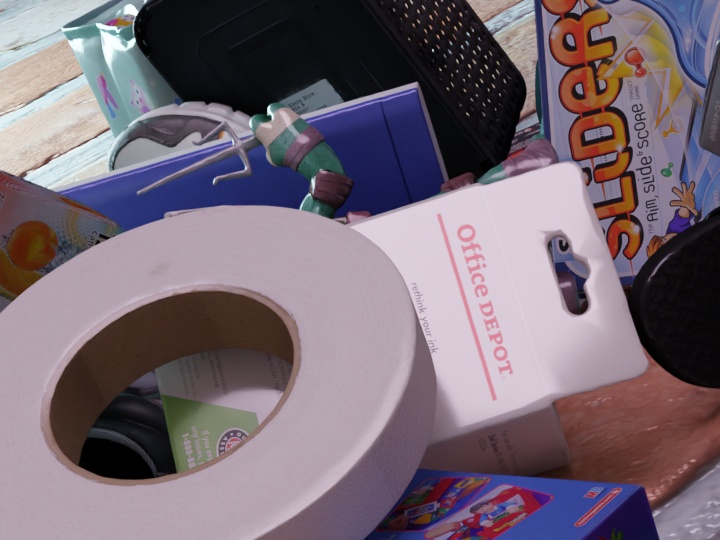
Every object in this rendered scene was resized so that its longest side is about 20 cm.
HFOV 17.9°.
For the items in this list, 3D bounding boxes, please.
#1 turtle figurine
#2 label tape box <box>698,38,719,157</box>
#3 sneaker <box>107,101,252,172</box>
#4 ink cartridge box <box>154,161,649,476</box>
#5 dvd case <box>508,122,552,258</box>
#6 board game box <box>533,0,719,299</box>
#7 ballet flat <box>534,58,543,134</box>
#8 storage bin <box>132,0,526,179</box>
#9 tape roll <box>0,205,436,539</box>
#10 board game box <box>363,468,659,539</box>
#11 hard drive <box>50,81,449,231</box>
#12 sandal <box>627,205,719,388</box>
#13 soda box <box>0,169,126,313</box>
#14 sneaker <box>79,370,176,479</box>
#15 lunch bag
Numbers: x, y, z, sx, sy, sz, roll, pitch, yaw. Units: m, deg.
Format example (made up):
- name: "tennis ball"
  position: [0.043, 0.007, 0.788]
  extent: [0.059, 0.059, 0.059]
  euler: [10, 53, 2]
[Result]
- name: "turtle figurine"
  position: [0.000, 0.000, 1.085]
  extent: [0.200, 0.150, 0.101]
  euler: [-8, 27, -4]
- name: "label tape box"
  position: [0.271, -0.066, 0.999]
  extent: [0.200, 0.066, 0.143]
  euler: [29, 44, 29]
- name: "sneaker"
  position: [-0.056, -0.029, 1.237]
  extent: [0.200, 0.074, 0.080]
  euler: [21, 43, 19]
- name: "ink cartridge box"
  position: [0.017, 0.040, 0.981]
  extent: [0.200, 0.067, 0.117]
  euler: [-17, 60, 4]
- name: "dvd case"
  position: [0.126, -0.054, 1.309]
  extent: [0.146, 0.022, 0.200]
  euler: [-25, 18, -19]
- name: "board game box"
  position: [0.155, -0.093, 1.122]
  extent: [0.135, 0.200, 0.034]
  euler: [-9, -9, 29]
- name: "ballet flat"
  position: [0.130, -0.082, 1.257]
  extent: [0.074, 0.074, 0.200]
  euler: [-15, 22, 11]
- name: "storage bin"
  position: [-0.014, -0.117, 1.289]
  extent: [0.135, 0.200, 0.094]
  euler: [-25, 27, 31]
- name: "tape roll"
  position: [-0.070, 0.054, 0.898]
  extent: [0.202, 0.037, 0.203]
  euler: [-12, 40, 10]
- name: "board game box"
  position: [0.000, 0.140, 0.822]
  extent: [0.134, 0.045, 0.200]
  euler: [0, 25, 44]
- name: "hard drive"
  position: [-0.048, -0.004, 1.149]
  extent: [0.200, 0.132, 0.025]
  euler: [-16, 15, 9]
- name: "sandal"
  position: [0.180, -0.001, 1.026]
  extent: [0.045, 0.075, 0.200]
  euler: [4, 21, 44]
- name: "soda box"
  position: [-0.176, 0.056, 1.013]
  extent: [0.068, 0.200, 0.064]
  euler: [22, 2, -24]
- name: "sneaker"
  position: [-0.139, 0.080, 1.085]
  extent: [0.200, 0.076, 0.114]
  euler: [-4, 20, 31]
- name: "lunch bag"
  position: [-0.059, -0.124, 1.451]
  extent: [0.200, 0.171, 0.122]
  euler: [-31, 21, -27]
